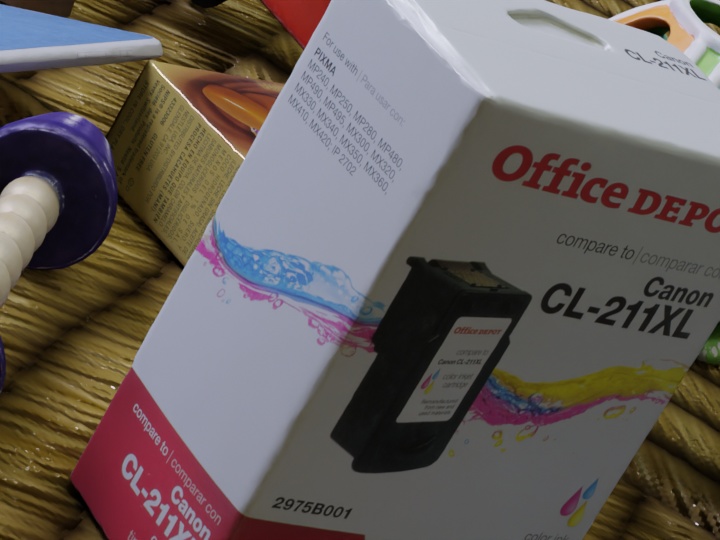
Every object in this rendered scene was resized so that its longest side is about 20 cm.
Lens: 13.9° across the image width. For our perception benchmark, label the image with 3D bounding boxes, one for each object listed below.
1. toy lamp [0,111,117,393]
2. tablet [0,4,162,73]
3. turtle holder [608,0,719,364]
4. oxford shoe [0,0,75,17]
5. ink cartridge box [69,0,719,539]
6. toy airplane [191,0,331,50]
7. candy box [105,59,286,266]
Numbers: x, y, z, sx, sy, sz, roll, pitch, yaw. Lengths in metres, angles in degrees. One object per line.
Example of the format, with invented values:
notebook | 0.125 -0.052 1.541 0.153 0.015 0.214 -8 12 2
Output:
toy lamp | -0.120 -0.006 0.991 0.058 0.058 0.200 29 24 -5
tablet | -0.177 -0.088 1.097 0.130 0.014 0.200 14 13 27
turtle holder | 0.161 -0.042 1.332 0.185 0.132 0.141 30 20 -1
oxford shoe | -0.184 -0.195 1.308 0.200 0.071 0.071 38 24 24
ink cartridge box | 0.023 0.018 0.923 0.145 0.200 0.083 11 28 -40
toy airplane | 0.005 -0.134 1.318 0.199 0.141 0.200 45 3 -16
candy box | 0.000 0.000 1.135 0.116 0.057 0.200 5 34 -49
